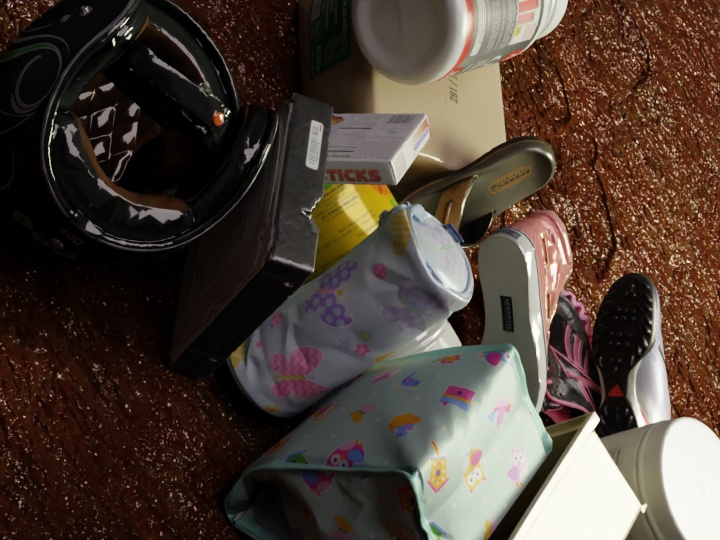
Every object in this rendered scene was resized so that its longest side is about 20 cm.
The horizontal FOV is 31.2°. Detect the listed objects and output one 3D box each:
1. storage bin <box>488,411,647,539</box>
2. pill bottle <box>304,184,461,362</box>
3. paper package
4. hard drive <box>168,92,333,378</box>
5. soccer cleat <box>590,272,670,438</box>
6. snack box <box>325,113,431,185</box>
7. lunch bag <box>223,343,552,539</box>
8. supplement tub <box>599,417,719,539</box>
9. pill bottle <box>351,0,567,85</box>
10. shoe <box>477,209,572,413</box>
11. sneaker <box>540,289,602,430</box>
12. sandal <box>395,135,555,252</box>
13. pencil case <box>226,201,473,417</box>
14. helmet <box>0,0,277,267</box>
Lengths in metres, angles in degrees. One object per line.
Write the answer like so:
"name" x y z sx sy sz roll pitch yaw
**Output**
"storage bin" 0.092 0.226 1.002 0.094 0.199 0.200 55 42 -10
"pill bottle" 0.000 0.000 1.080 0.200 0.111 0.111 58 42 -8
"paper package" 0.040 -0.161 1.207 0.191 0.103 0.200 19 60 -40
"hard drive" -0.083 -0.021 0.938 0.038 0.200 0.140 18 58 -20
"soccer cleat" 0.269 0.103 1.253 0.073 0.068 0.200 5 86 -46
"snack box" -0.049 -0.097 1.017 0.072 0.200 0.024 -56 139 -44
"lunch bag" 0.015 0.144 0.967 0.170 0.200 0.122 -44 118 -45
"supplement tub" 0.219 0.214 1.137 0.132 0.200 0.132 22 57 -38
"pill bottle" 0.094 -0.235 1.133 0.200 0.116 0.116 -24 90 -47
"shoe" 0.159 0.045 1.208 0.091 0.071 0.200 -29 122 -47
"sneaker" 0.190 0.095 1.271 0.095 0.079 0.200 -42 102 -36
"sandal" 0.091 -0.046 1.145 0.055 0.200 0.082 61 -2 43
"pencil case" -0.011 0.033 0.984 0.091 0.200 0.083 49 24 -13
"helmet" -0.167 -0.101 0.898 0.200 0.191 0.200 -5 102 -24
